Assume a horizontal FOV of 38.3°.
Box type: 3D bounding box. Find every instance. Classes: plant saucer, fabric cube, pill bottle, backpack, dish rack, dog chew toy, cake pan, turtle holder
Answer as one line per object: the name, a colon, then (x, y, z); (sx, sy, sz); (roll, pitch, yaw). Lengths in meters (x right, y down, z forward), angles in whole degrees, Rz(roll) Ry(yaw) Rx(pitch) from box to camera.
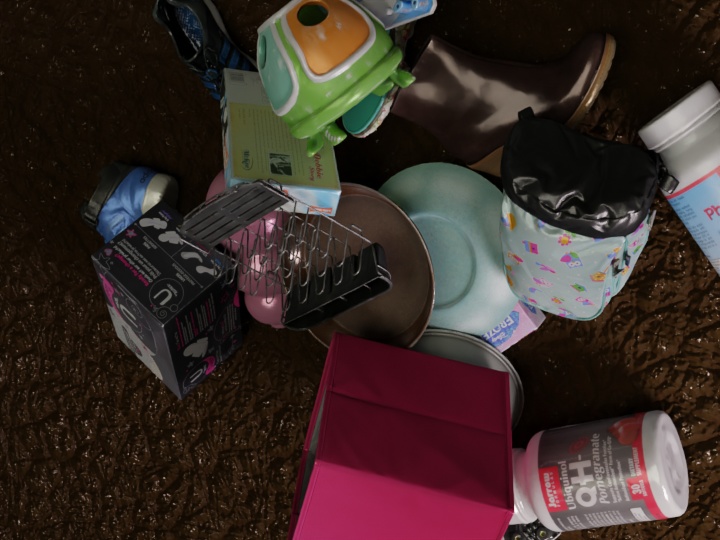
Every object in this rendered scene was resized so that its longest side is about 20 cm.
plant saucer: (0.000, 0.000, 1.134); (0.198, 0.034, 0.204); (11, 112, 30)
fabric cube: (0.038, 0.215, 1.089); (0.196, 0.201, 0.198); (12, 127, -3)
pill bottle: (0.246, 0.223, 1.132); (0.198, 0.111, 0.112); (-16, 99, 29)
backpack: (0.206, -0.045, 1.020); (0.165, 0.127, 0.201); (28, 159, 22)
dish rack: (-0.081, -0.016, 1.061); (0.152, 0.055, 0.199); (-28, 138, 36)
dog chew toy: (-0.111, -0.027, 1.224); (0.123, 0.125, 0.203); (1, 114, 25)
cake pan: (0.087, 0.156, 1.185); (0.197, 0.037, 0.203); (4, 126, 6)
pill bottle: (0.354, -0.074, 0.985); (0.108, 0.109, 0.201); (-36, 90, 30)
plant saucer: (0.082, -0.013, 1.129); (0.198, 0.039, 0.204); (8, 109, 23)
turtle holder: (-0.036, -0.210, 1.041); (0.140, 0.186, 0.132); (-36, 103, 11)

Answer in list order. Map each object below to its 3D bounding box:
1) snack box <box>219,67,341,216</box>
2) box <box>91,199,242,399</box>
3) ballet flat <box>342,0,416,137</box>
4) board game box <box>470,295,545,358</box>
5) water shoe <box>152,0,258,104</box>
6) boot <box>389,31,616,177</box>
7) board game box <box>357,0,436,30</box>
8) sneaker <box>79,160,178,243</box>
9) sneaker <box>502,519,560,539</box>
snack box: (-0.089, -0.141, 1.111); (0.114, 0.202, 0.037); (5, 132, -15)
box: (-0.228, 0.039, 1.241); (0.132, 0.115, 0.201); (40, 154, 18)
ballet flat: (0.031, -0.240, 1.113); (0.075, 0.063, 0.203); (31, 118, 36)
board game box: (0.076, 0.031, 1.192); (0.199, 0.041, 0.201); (-39, 88, 30)
water shoe: (-0.171, -0.235, 1.205); (0.071, 0.079, 0.201); (-38, 88, 30)
boot: (0.140, -0.191, 1.045); (0.165, 0.073, 0.201); (29, 127, -12)
board game box: (-0.017, -0.344, 1.076); (0.198, 0.026, 0.204); (-7, 94, 45)
sneaker: (-0.309, -0.041, 1.334); (0.110, 0.077, 0.203); (20, 110, 12)
sneaker: (0.148, 0.309, 1.243); (0.197, 0.072, 0.073); (-15, 71, 17)
